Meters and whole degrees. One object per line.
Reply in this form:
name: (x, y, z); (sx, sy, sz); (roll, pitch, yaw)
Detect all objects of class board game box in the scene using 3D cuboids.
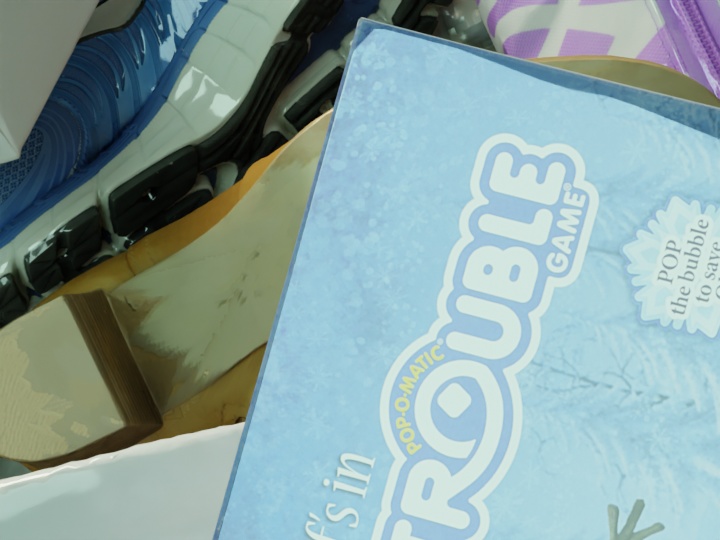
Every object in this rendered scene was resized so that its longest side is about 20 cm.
board game box: (0.069, 0.071, 0.576); (0.198, 0.043, 0.201); (14, 86, 12)

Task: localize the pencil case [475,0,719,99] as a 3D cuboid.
pencil case: (0.091, -0.031, 0.736); (0.084, 0.086, 0.201); (-19, 74, -19)

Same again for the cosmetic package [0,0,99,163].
cosmetic package: (-0.117, -0.111, 0.759); (0.107, 0.085, 0.200); (-11, 38, 29)

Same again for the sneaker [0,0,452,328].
sneaker: (-0.063, -0.048, 0.807); (0.200, 0.079, 0.089); (-46, 58, -1)

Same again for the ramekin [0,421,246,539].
ramekin: (-0.047, 0.099, 0.704); (0.200, 0.200, 0.098); (-15, 82, 15)

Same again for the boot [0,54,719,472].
boot: (0.000, 0.001, 0.731); (0.200, 0.144, 0.071); (-21, 87, 7)
